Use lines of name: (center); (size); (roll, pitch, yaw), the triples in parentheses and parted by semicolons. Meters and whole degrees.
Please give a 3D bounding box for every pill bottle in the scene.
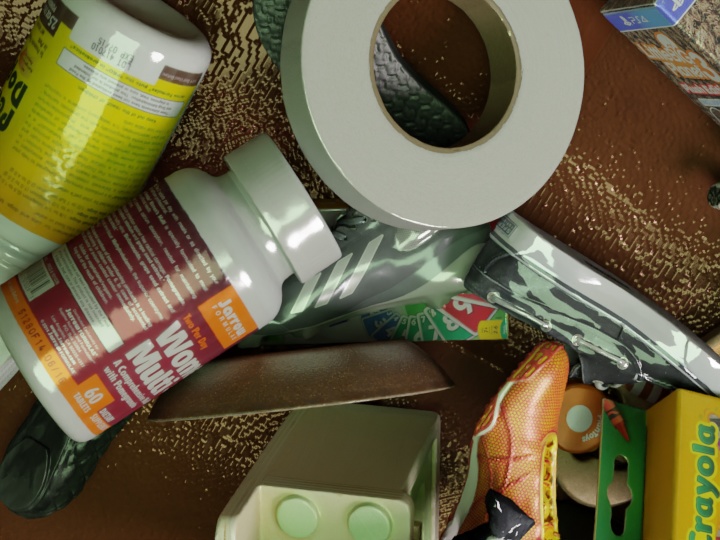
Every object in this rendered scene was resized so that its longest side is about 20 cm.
pill bottle: (-0.183, -0.081, 1.259); (0.109, 0.109, 0.201); (28, 105, -9)
pill bottle: (-0.117, 0.008, 1.211); (0.199, 0.110, 0.110); (-33, 106, -3)

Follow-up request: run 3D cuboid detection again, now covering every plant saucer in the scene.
plant saucer: (-0.039, 0.068, 1.273); (0.198, 0.200, 0.037); (-7, 88, 2)

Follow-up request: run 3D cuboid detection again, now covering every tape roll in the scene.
tape roll: (0.046, -0.126, 1.234); (0.201, 0.037, 0.205); (1, 87, -25)

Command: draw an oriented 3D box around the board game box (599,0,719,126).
board game box: (0.280, -0.155, 1.223); (0.200, 0.097, 0.160); (40, 85, -13)

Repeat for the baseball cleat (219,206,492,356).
baseball cleat: (-0.013, -0.013, 1.286); (0.198, 0.070, 0.108); (-13, 101, -7)

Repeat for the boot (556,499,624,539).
boot: (0.145, 0.195, 1.298); (0.097, 0.200, 0.075); (34, 99, -32)

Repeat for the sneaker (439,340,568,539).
sneaker: (0.100, 0.141, 1.247); (0.077, 0.073, 0.202); (22, 105, 22)

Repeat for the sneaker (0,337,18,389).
sneaker: (-0.307, 0.062, 1.335); (0.116, 0.074, 0.200); (46, 110, 3)

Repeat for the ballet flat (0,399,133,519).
ballet flat: (-0.179, 0.084, 1.354); (0.066, 0.057, 0.200); (42, 99, 15)

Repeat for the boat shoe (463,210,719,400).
boat shoe: (0.156, 0.043, 1.267); (0.199, 0.072, 0.068); (33, 99, -13)

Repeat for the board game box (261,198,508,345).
board game box: (0.000, 0.000, 1.332); (0.198, 0.030, 0.097); (-1, 108, 2)

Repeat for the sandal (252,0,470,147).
sandal: (-0.004, -0.132, 1.282); (0.075, 0.048, 0.201); (-35, 118, 9)

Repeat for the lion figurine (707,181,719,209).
lion figurine: (0.298, 0.015, 1.301); (0.121, 0.072, 0.202); (0, 85, -33)

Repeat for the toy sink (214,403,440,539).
toy sink: (-0.013, 0.184, 1.291); (0.111, 0.200, 0.132); (5, 108, 13)

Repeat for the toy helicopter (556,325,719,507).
toy helicopter: (0.215, 0.088, 1.339); (0.199, 0.079, 0.133); (-36, 99, -2)

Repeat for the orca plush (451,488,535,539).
orca plush: (0.013, 0.200, 1.193); (0.071, 0.105, 0.200); (42, 105, 10)

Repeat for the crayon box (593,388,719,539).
crayon box: (0.245, 0.153, 1.248); (0.198, 0.051, 0.128); (13, 65, -16)
